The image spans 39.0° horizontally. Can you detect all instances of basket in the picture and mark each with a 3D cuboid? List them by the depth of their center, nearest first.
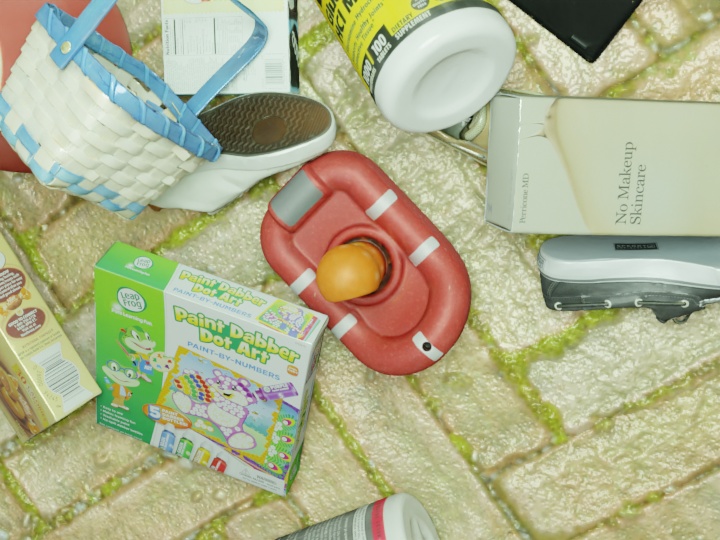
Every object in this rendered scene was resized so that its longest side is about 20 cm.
[{"bbox_3d":[-0.172,-0.149,0.781,0.200,0.176,0.139,-42,67,6],"label":"basket"}]

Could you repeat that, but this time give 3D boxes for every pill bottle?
[{"bbox_3d":[0.026,-0.213,0.780,0.112,0.112,0.201,-37,61,16],"label":"pill bottle"},{"bbox_3d":[-0.028,0.283,0.913,0.199,0.111,0.111,-24,94,15],"label":"pill bottle"}]

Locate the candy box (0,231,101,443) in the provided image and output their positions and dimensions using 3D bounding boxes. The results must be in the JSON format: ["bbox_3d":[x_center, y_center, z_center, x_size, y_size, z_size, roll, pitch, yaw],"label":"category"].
[{"bbox_3d":[-0.330,0.054,0.940,0.115,0.055,0.201,-29,93,51],"label":"candy box"}]

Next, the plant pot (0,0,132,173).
[{"bbox_3d":[-0.318,-0.174,0.861,0.199,0.177,0.202,2,101,12],"label":"plant pot"}]

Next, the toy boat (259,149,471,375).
[{"bbox_3d":[0.000,0.000,0.845,0.200,0.131,0.131,46,106,1],"label":"toy boat"}]

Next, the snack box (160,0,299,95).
[{"bbox_3d":[-0.113,-0.253,0.872,0.115,0.037,0.202,2,101,11],"label":"snack box"}]

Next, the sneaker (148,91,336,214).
[{"bbox_3d":[-0.109,-0.097,0.886,0.198,0.085,0.073,-9,57,14],"label":"sneaker"}]

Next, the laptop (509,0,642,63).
[{"bbox_3d":[0.184,-0.314,0.810,0.187,0.116,0.200,39,134,4],"label":"laptop"}]

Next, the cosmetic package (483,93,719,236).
[{"bbox_3d":[0.201,-0.081,0.781,0.198,0.073,0.104,-1,101,-11],"label":"cosmetic package"}]

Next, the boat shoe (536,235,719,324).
[{"bbox_3d":[0.244,0.012,0.830,0.198,0.070,0.067,0,118,10],"label":"boat shoe"}]

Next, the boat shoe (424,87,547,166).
[{"bbox_3d":[0.102,-0.118,0.829,0.199,0.076,0.072,17,103,9],"label":"boat shoe"}]

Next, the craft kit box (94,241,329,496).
[{"bbox_3d":[-0.138,0.091,0.897,0.199,0.049,0.199,18,127,9],"label":"craft kit box"}]
